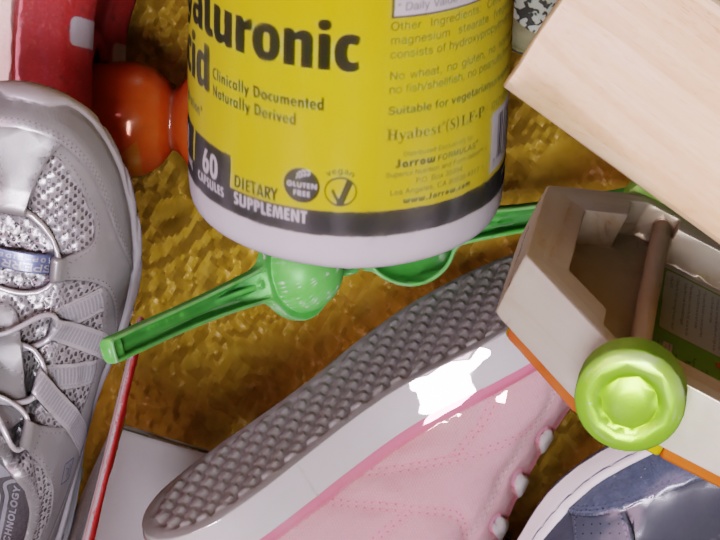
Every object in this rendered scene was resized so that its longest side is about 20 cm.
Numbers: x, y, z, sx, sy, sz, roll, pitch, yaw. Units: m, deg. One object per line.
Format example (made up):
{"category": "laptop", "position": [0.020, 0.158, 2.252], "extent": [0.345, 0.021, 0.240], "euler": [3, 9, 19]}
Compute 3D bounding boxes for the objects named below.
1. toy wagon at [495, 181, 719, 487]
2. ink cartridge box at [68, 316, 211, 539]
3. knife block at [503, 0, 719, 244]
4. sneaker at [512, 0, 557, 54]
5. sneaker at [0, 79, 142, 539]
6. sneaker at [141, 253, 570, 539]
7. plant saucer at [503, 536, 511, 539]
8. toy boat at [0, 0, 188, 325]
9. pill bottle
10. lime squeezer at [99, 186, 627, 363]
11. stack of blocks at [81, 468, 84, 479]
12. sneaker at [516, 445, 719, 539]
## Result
{"category": "toy wagon", "position": [0.139, 0.038, 0.886], "extent": [0.199, 0.155, 0.040], "euler": [28, 115, -1]}
{"category": "ink cartridge box", "position": [-0.092, 0.145, 0.990], "extent": [0.176, 0.044, 0.201], "euler": [117, 167, -58]}
{"category": "knife block", "position": [0.161, -0.015, 0.868], "extent": [0.064, 0.199, 0.176], "euler": [-57, 33, 18]}
{"category": "sneaker", "position": [0.041, -0.173, 0.980], "extent": [0.076, 0.089, 0.201], "euler": [-15, 81, 5]}
{"category": "sneaker", "position": [-0.119, 0.035, 0.974], "extent": [0.074, 0.082, 0.201], "euler": [7, 111, 3]}
{"category": "sneaker", "position": [0.029, 0.075, 0.990], "extent": [0.105, 0.200, 0.075], "euler": [60, 167, -18]}
{"category": "plant saucer", "position": [0.012, 0.188, 1.042], "extent": [0.199, 0.029, 0.202], "euler": [0, 90, 33]}
{"category": "toy boat", "position": [-0.085, -0.060, 1.070], "extent": [0.130, 0.131, 0.202], "euler": [1, 91, 2]}
{"category": "pill bottle", "position": [-0.002, -0.112, 0.935], "extent": [0.111, 0.111, 0.201], "euler": [19, 121, 31]}
{"category": "lime squeezer", "position": [0.000, 0.000, 0.994], "extent": [0.071, 0.199, 0.038], "euler": [-128, 25, -60]}
{"category": "stack of blocks", "position": [-0.217, 0.091, 1.061], "extent": [0.059, 0.199, 0.116], "euler": [-42, 26, 55]}
{"category": "sneaker", "position": [0.073, 0.148, 0.890], "extent": [0.202, 0.077, 0.146], "euler": [-45, 29, 16]}
